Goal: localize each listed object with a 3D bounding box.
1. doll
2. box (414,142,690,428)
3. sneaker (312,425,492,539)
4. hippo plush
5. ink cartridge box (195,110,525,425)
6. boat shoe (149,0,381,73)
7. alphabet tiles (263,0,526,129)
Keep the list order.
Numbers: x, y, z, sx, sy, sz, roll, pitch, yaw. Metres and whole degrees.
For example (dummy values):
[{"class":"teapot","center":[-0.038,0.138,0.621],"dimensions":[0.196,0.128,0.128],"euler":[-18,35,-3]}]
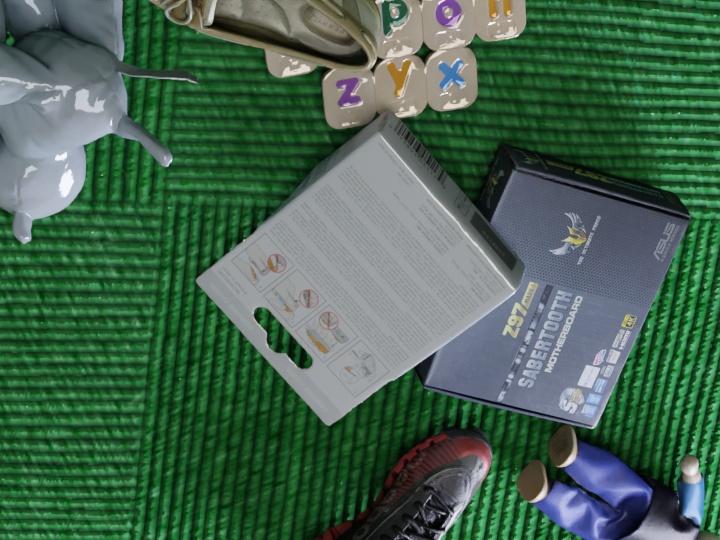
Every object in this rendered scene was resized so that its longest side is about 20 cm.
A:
[{"class":"doll","center":[0.231,0.201,1.946],"dimensions":[0.199,0.049,0.137],"euler":[33,105,-25]},{"class":"box","center":[0.147,0.015,1.832],"dimensions":[0.157,0.051,0.201],"euler":[15,112,-19]},{"class":"sneaker","center":[0.035,0.211,1.875],"dimensions":[0.200,0.098,0.071],"euler":[-43,116,8]},{"class":"hippo plush","center":[-0.225,-0.122,1.646],"dimensions":[0.199,0.160,0.161],"euler":[20,141,-6]},{"class":"ink cartridge box","center":[0.000,0.000,1.777],"dimensions":[0.200,0.057,0.163],"euler":[-36,102,30]},{"class":"boat shoe","center":[-0.081,-0.192,1.653],"dimensions":[0.200,0.063,0.073],"euler":[22,116,-10]},{"class":"alphabet tiles","center":[0.023,-0.203,1.714],"dimensions":[0.199,0.015,0.197],"euler":[-10,118,-8]}]
